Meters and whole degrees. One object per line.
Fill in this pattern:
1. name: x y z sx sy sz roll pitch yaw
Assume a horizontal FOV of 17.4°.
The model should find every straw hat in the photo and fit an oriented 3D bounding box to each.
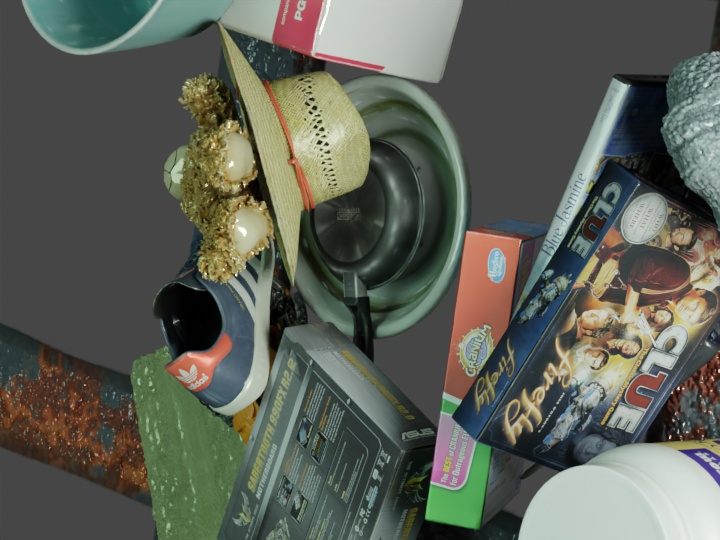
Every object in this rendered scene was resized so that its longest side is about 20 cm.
1. straw hat: -0.038 -0.097 1.719 0.201 0.085 0.202 163 90 -86

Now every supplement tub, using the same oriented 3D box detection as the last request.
1. supplement tub: 0.210 0.180 1.495 0.145 0.200 0.146 -1 88 44

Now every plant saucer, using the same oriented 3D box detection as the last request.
1. plant saucer: 0.021 -0.048 1.792 0.200 0.050 0.201 0 90 45

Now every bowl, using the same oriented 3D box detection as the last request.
1. bowl: -0.152 -0.248 1.725 0.200 0.105 0.202 -9 77 43

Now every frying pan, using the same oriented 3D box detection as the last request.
1. frying pan: -0.011 -0.008 1.771 0.115 0.031 0.191 31 108 41

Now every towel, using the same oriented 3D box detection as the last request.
1. towel: -0.126 0.149 1.943 0.148 0.036 0.201 -26 72 42

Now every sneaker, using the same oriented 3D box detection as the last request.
1. sneaker: -0.117 0.010 1.775 0.075 0.084 0.201 -37 41 29

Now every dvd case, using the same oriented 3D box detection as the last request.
1. dvd case: 0.173 -0.038 1.576 0.018 0.142 0.201 32 112 30

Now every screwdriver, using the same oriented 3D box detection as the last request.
1. screwdriver: 0.178 0.100 1.646 0.200 0.028 0.029 -44 31 31

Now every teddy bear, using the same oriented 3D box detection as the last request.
1. teddy bear: -0.106 -0.063 1.694 0.200 0.066 0.146 -114 11 -62

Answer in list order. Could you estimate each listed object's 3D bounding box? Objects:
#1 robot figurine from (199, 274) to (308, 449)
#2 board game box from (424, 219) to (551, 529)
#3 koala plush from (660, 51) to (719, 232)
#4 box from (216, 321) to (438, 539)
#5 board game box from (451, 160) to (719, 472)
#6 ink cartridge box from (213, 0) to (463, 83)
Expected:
1. robot figurine: -0.060 0.095 1.841 0.145 0.058 0.200 -43 71 38
2. board game box: 0.094 0.069 1.649 0.040 0.153 0.201 9 96 13
3. koala plush: 0.304 -0.106 1.445 0.200 0.184 0.178 -33 67 26
4. box: -0.023 0.164 1.733 0.158 0.048 0.201 43 126 40
5. board game box: 0.165 0.039 1.554 0.200 0.135 0.035 -59 40 11
6. ink cartridge box: -0.043 -0.213 1.791 0.200 0.144 0.085 23 101 42
